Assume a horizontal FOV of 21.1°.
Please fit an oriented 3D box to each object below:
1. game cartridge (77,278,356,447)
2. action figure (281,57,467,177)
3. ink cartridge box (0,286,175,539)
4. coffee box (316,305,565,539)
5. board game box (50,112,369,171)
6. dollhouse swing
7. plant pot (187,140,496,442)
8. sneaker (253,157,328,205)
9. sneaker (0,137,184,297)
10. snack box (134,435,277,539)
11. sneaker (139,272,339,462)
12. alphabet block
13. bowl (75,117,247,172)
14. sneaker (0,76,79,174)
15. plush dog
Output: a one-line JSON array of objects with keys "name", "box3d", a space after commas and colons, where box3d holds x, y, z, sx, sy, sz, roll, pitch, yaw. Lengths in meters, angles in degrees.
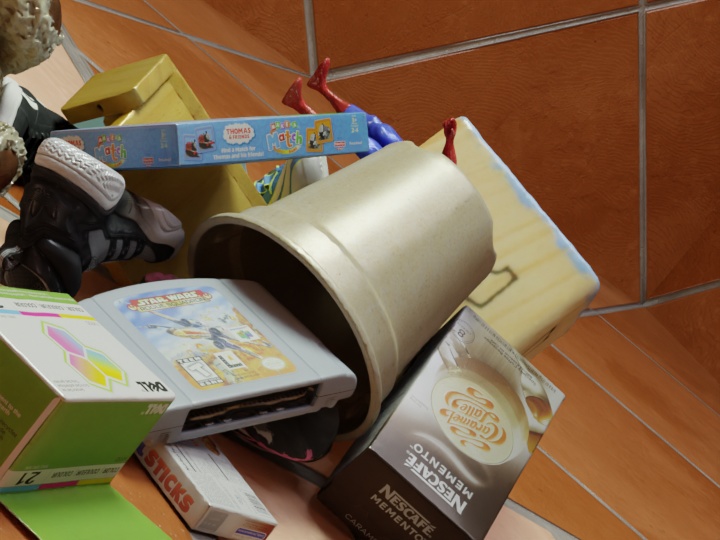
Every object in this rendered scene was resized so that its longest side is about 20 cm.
[{"name": "game cartridge", "box3d": [-0.113, 0.058, 1.341, 0.200, 0.042, 0.133, -9, 45, -45]}, {"name": "action figure", "box3d": [0.036, -0.106, 1.583, 0.200, 0.099, 0.065, 44, 48, 5]}, {"name": "ink cartridge box", "box3d": [-0.158, 0.100, 1.128, 0.200, 0.076, 0.148, 40, 10, 17]}, {"name": "coffee box", "box3d": [0.066, 0.135, 1.489, 0.114, 0.080, 0.200, 41, 40, -4]}, {"name": "board game box", "box3d": [-0.116, -0.100, 1.508, 0.151, 0.037, 0.200, 1, 7, 44]}, {"name": "dollhouse swing", "box3d": [-0.191, -0.047, 1.637, 0.182, 0.176, 0.200, -6, -57, 53]}, {"name": "plant pot", "box3d": [0.000, 0.000, 1.500, 0.200, 0.183, 0.201, 33, -37, 29]}, {"name": "sneaker", "box3d": [-0.082, -0.050, 1.736, 0.200, 0.105, 0.076, 99, -12, -62]}, {"name": "sneaker", "box3d": [-0.204, -0.018, 1.415, 0.075, 0.114, 0.200, 30, -5, 22]}, {"name": "snack box", "box3d": [-0.135, 0.110, 1.319, 0.072, 0.024, 0.200, 23, 18, -49]}, {"name": "sneaker", "box3d": [-0.102, 0.086, 1.464, 0.200, 0.080, 0.086, 40, -12, 16]}, {"name": "alphabet block", "box3d": [0.064, 0.019, 1.703, 0.196, 0.200, 0.195, 51, -12, 10]}, {"name": "bowl", "box3d": [-0.187, -0.105, 1.872, 0.201, 0.105, 0.201, 38, 10, -8]}, {"name": "sneaker", "box3d": [-0.274, -0.107, 1.655, 0.112, 0.073, 0.200, 34, 9, -16]}, {"name": "plush dog", "box3d": [-0.344, -0.167, 1.493, 0.160, 0.200, 0.172, 6, -18, 29]}]
